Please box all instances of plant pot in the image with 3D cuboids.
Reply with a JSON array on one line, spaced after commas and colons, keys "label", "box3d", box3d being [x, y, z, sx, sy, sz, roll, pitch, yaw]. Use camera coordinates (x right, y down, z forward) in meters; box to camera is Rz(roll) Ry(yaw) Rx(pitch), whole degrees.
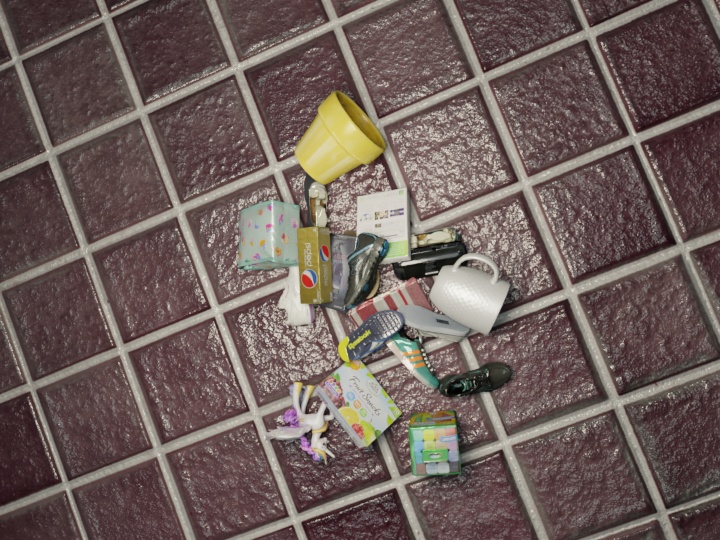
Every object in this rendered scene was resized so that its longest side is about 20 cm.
[{"label": "plant pot", "box3d": [-0.065, -0.336, 1.557, 0.189, 0.201, 0.201, -39, 84, 21]}]

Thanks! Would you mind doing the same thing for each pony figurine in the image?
[{"label": "pony figurine", "box3d": [-0.154, 0.406, 1.575, 0.192, 0.167, 0.201, 8, 73, -4]}]

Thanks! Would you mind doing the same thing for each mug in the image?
[{"label": "mug", "box3d": [0.281, 0.044, 1.505, 0.175, 0.148, 0.200, 24, 126, 10]}]

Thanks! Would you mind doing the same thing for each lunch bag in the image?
[{"label": "lunch bag", "box3d": [-0.260, -0.089, 1.592, 0.200, 0.122, 0.171, -8, 81, 43]}]

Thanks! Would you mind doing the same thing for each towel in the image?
[{"label": "towel", "box3d": [0.081, 0.108, 1.562, 0.200, 0.144, 0.023, -26, 42, 6]}]

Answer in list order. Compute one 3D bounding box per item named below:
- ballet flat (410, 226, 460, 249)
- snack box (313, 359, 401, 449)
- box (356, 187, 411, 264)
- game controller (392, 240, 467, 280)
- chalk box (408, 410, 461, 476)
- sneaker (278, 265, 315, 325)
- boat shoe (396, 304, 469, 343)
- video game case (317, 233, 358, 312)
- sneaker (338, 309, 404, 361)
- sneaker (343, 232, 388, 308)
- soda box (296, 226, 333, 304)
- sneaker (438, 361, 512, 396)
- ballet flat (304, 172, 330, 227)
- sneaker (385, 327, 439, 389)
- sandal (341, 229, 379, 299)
[{"label": "ballet flat", "box3d": [0.166, -0.078, 1.574, 0.199, 0.074, 0.075, -13, 87, 5]}, {"label": "snack box", "box3d": [-0.006, 0.347, 1.562, 0.142, 0.053, 0.200, -36, 84, -33]}, {"label": "box", "box3d": [0.060, -0.114, 1.559, 0.144, 0.036, 0.201, -7, 66, 21]}, {"label": "game controller", "box3d": [0.184, -0.024, 1.564, 0.199, 0.104, 0.042, -9, 53, 7]}, {"label": "chalk box", "box3d": [0.188, 0.441, 1.495, 0.124, 0.200, 0.124, -5, 88, 7]}, {"label": "sneaker", "box3d": [-0.186, 0.055, 1.612, 0.099, 0.075, 0.201, -10, 87, 8]}, {"label": "boat shoe", "box3d": [0.181, 0.152, 1.559, 0.201, 0.075, 0.086, 12, 131, -13]}, {"label": "video game case", "box3d": [-0.063, 0.003, 1.581, 0.143, 0.019, 0.201, 10, 91, 52]}, {"label": "sneaker", "box3d": [0.035, 0.167, 1.536, 0.200, 0.082, 0.074, -35, 66, 21]}, {"label": "sneaker", "box3d": [0.000, 0.000, 1.500, 0.082, 0.073, 0.201, 27, 95, 22]}, {"label": "soda box", "box3d": [-0.120, -0.013, 1.550, 0.068, 0.064, 0.201, -3, 89, 30]}, {"label": "sneaker", "box3d": [0.304, 0.296, 1.546, 0.199, 0.079, 0.076, -19, 87, 5]}, {"label": "ballet flat", "box3d": [-0.114, -0.179, 1.609, 0.073, 0.073, 0.201, -1, 90, 7]}, {"label": "sneaker", "box3d": [0.150, 0.226, 1.569, 0.080, 0.071, 0.200, -43, 88, 2]}, {"label": "sandal", "box3d": [0.007, -0.009, 1.599, 0.077, 0.070, 0.212, -25, 63, 6]}]
